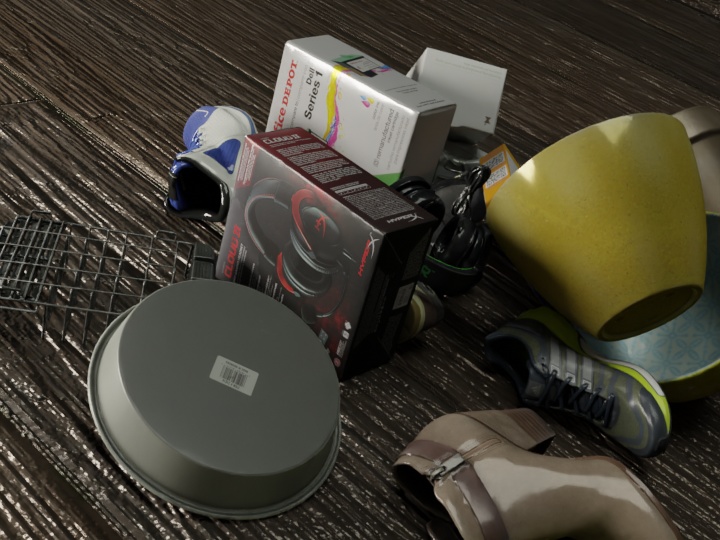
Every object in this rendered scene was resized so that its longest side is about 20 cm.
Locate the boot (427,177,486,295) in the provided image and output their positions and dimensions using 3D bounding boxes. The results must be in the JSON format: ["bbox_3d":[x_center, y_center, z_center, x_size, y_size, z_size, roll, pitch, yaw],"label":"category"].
[{"bbox_3d":[0.091,-0.028,1.141,0.198,0.070,0.132,-15,48,-34],"label":"boot"}]

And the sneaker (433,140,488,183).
[{"bbox_3d":[0.093,-0.132,1.315,0.198,0.079,0.100,22,19,-8],"label":"sneaker"}]

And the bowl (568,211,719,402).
[{"bbox_3d":[0.312,0.054,1.032,0.108,0.199,0.201,50,7,-37],"label":"bowl"}]

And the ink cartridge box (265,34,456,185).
[{"bbox_3d":[-0.007,-0.161,1.218,0.199,0.146,0.084,33,32,27],"label":"ink cartridge box"}]

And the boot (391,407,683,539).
[{"bbox_3d":[0.123,0.178,0.788,0.145,0.071,0.199,-19,43,-38],"label":"boot"}]

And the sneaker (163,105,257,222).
[{"bbox_3d":[-0.158,-0.111,1.116,0.114,0.081,0.200,-1,35,-35],"label":"sneaker"}]

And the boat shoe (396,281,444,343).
[{"bbox_3d":[0.001,-0.001,1.028,0.066,0.072,0.201,0,33,-47],"label":"boat shoe"}]

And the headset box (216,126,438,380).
[{"bbox_3d":[-0.043,-0.024,0.954,0.199,0.150,0.075,37,34,31],"label":"headset box"}]

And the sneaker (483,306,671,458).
[{"bbox_3d":[0.188,0.106,0.949,0.080,0.075,0.199,-15,34,-34],"label":"sneaker"}]

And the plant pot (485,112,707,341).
[{"bbox_3d":[0.229,-0.022,0.959,0.198,0.200,0.143,-3,61,-33],"label":"plant pot"}]

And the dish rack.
[{"bbox_3d":[-0.216,0.013,0.896,0.197,0.055,0.154,10,28,-10],"label":"dish rack"}]

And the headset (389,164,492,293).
[{"bbox_3d":[0.079,-0.049,1.029,0.123,0.094,0.200,38,23,7],"label":"headset"}]

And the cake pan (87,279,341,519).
[{"bbox_3d":[-0.099,0.085,0.788,0.198,0.037,0.202,17,43,-17],"label":"cake pan"}]

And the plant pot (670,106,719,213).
[{"bbox_3d":[0.388,-0.058,1.237,0.198,0.201,0.174,-9,53,-39],"label":"plant pot"}]

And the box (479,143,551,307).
[{"bbox_3d":[0.179,-0.047,1.166,0.120,0.041,0.201,53,21,-21],"label":"box"}]

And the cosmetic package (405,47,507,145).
[{"bbox_3d":[0.107,-0.208,1.346,0.106,0.086,0.200,14,-3,-7],"label":"cosmetic package"}]
